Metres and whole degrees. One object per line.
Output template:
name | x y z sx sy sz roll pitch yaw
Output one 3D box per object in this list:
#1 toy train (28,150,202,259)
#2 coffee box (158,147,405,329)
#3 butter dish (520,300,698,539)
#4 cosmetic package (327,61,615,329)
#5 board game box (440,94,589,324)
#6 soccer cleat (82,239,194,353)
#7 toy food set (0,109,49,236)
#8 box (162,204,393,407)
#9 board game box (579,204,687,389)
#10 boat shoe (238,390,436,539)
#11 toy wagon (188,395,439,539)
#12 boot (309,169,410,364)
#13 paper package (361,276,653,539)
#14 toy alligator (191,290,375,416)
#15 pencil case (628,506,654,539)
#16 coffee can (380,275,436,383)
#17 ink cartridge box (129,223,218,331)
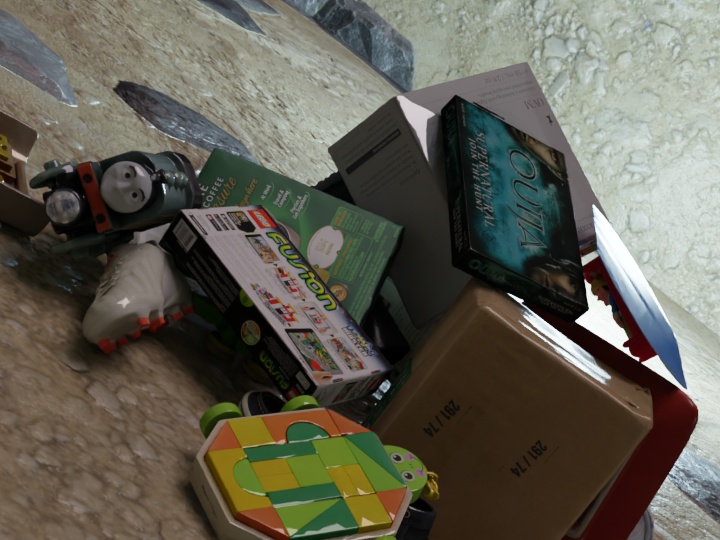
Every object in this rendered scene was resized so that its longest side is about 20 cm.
toy train | -0.203 -0.062 1.280 0.200 0.114 0.086 -11 82 -86
coffee box | -0.072 -0.023 1.388 0.199 0.123 0.044 22 -28 5
butter dish | 0.198 0.151 1.423 0.199 0.200 0.148 33 13 16
cosmetic package | 0.110 -0.076 1.473 0.199 0.123 0.201 -20 82 -42
board game box | 0.137 -0.057 1.352 0.135 0.028 0.201 25 41 -25
soccer cleat | -0.189 0.017 1.230 0.078 0.069 0.200 63 9 -1
toy food set | -0.343 -0.115 1.334 0.143 0.061 0.200 28 16 -26
box | -0.070 0.028 1.279 0.200 0.035 0.110 51 30 22
board game box | 0.240 0.032 1.389 0.158 0.039 0.200 56 17 -14
boat shoe | -0.017 0.156 1.210 0.200 0.062 0.075 40 16 24
toy wagon | -0.025 0.154 1.111 0.199 0.040 0.155 -4 43 -32
boot | -0.001 0.000 1.477 0.066 0.164 0.200 69 -5 -57
paper package | 0.117 0.138 1.296 0.190 0.200 0.103 35 14 -3
toy alligator | -0.073 0.070 1.366 0.200 0.059 0.054 32 14 -14
pencil case | 0.242 0.228 1.548 0.090 0.083 0.200 -9 17 4
coffee can | 0.068 0.055 1.570 0.200 0.147 0.146 42 15 22
ink cartridge box | -0.158 0.002 1.461 0.161 0.050 0.200 29 34 -25
